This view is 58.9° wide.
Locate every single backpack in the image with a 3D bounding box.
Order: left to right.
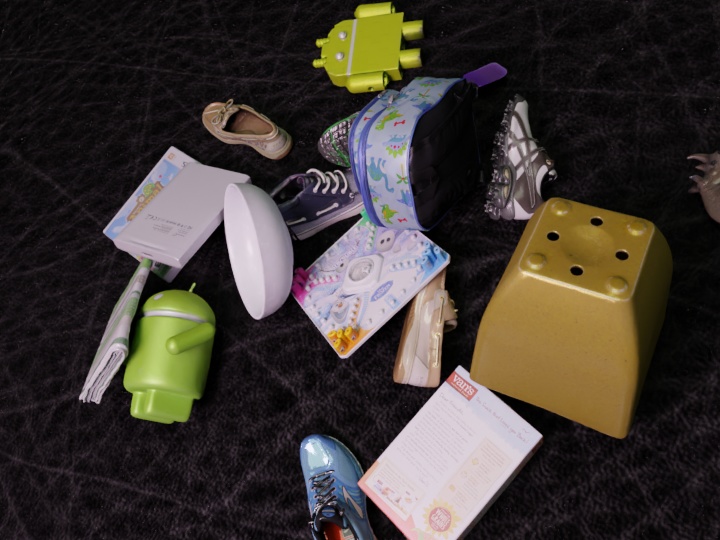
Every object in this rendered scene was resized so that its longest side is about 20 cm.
[{"bbox_3d":[0.069,-0.154,0.880,0.146,0.184,0.200,8,38,31],"label":"backpack"}]

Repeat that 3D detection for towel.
[{"bbox_3d":[-0.358,0.084,0.962,0.149,0.031,0.201,-47,28,33],"label":"towel"}]

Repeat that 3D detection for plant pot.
[{"bbox_3d":[0.247,0.033,0.734,0.194,0.201,0.195,18,57,24],"label":"plant pot"}]

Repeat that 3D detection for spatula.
[{"bbox_3d":[0.146,-0.271,1.025,0.199,0.021,0.057,-37,41,4],"label":"spatula"}]

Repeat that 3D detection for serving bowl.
[{"bbox_3d":[-0.144,-0.033,0.942,0.065,0.201,0.201,-13,59,-23],"label":"serving bowl"}]

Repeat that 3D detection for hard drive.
[{"bbox_3d":[-0.282,-0.095,1.026,0.131,0.027,0.201,15,52,22],"label":"hard drive"}]

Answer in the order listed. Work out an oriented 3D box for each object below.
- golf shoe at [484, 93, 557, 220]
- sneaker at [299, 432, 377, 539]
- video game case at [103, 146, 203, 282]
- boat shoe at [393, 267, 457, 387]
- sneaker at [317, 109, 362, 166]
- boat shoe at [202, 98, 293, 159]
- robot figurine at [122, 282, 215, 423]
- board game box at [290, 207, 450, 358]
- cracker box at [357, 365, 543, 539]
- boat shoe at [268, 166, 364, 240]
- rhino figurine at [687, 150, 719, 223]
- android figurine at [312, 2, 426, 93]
[{"bbox_3d":[0.239,-0.161,0.929,0.094,0.078,0.202,10,72,3],"label":"golf shoe"},{"bbox_3d":[-0.029,0.295,0.800,0.078,0.090,0.201,-28,61,5],"label":"sneaker"},{"bbox_3d":[-0.330,-0.103,1.111,0.181,0.022,0.201,31,80,27],"label":"video game case"},{"bbox_3d":[0.099,0.068,0.874,0.069,0.074,0.201,17,64,0],"label":"boat shoe"},{"bbox_3d":[0.025,-0.222,0.995,0.199,0.079,0.085,-23,28,-12],"label":"sneaker"},{"bbox_3d":[-0.205,-0.258,1.113,0.199,0.063,0.074,24,77,26],"label":"boat shoe"},{"bbox_3d":[-0.279,0.119,0.944,0.175,0.115,0.202,-18,59,46],"label":"robot figurine"},{"bbox_3d":[0.000,0.000,0.915,0.200,0.026,0.200,-43,40,-2],"label":"board game box"},{"bbox_3d":[0.113,0.240,0.796,0.134,0.058,0.200,40,84,28],"label":"cracker box"},{"bbox_3d":[-0.046,-0.125,0.984,0.199,0.093,0.075,-33,57,3],"label":"boat shoe"},{"bbox_3d":[0.493,-0.087,0.810,0.087,0.060,0.200,-42,58,9],"label":"rhino figurine"},{"bbox_3d":[0.014,-0.386,1.111,0.198,0.041,0.184,1,68,17],"label":"android figurine"}]
